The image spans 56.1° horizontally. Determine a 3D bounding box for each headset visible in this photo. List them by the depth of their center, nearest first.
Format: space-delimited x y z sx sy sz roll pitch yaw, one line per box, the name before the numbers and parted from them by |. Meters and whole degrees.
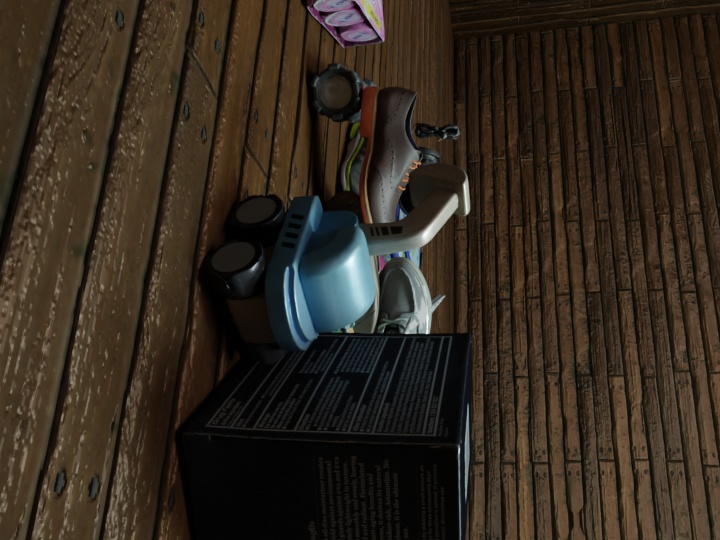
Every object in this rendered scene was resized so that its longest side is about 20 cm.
headset | 0.103 -0.139 1.029 0.202 0.092 0.125 83 9 -50

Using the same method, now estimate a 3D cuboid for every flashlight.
flashlight | -0.016 -0.226 0.900 0.200 0.066 0.070 -43 125 -80

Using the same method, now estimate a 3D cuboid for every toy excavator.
toy excavator | -0.007 -0.017 0.581 0.196 0.195 0.101 -77 161 -49

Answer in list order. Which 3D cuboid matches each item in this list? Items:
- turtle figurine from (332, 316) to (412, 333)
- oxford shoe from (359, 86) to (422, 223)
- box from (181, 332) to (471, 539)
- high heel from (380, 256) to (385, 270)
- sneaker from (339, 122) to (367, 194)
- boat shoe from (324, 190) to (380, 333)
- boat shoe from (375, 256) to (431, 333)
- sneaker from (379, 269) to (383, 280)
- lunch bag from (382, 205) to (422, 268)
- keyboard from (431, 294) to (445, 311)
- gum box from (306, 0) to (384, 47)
turtle figurine | -0.020 0.095 0.738 0.149 0.099 0.204 28 76 -51
oxford shoe | 0.038 -0.120 0.823 0.071 0.071 0.205 -39 129 -74
box | -0.009 0.140 0.552 0.200 0.194 0.126 -53 142 -70
high heel | 0.026 0.022 1.018 0.097 0.066 0.202 -90 166 -48
sneaker | 0.018 -0.145 0.988 0.074 0.079 0.203 71 21 -52
boat shoe | 0.000 0.000 0.880 0.073 0.073 0.205 -2 91 -65
boat shoe | 0.053 0.085 0.869 0.071 0.069 0.206 -8 95 -70
sneaker | 0.051 0.051 0.994 0.078 0.081 0.201 52 -29 21
lunch bag | 0.051 -0.040 1.138 0.202 0.081 0.163 73 22 -47
keyboard | 0.047 0.096 0.951 0.199 0.011 0.057 -34 158 -34
gum box | -0.020 -0.376 0.875 0.200 0.065 0.116 -15 102 -77
